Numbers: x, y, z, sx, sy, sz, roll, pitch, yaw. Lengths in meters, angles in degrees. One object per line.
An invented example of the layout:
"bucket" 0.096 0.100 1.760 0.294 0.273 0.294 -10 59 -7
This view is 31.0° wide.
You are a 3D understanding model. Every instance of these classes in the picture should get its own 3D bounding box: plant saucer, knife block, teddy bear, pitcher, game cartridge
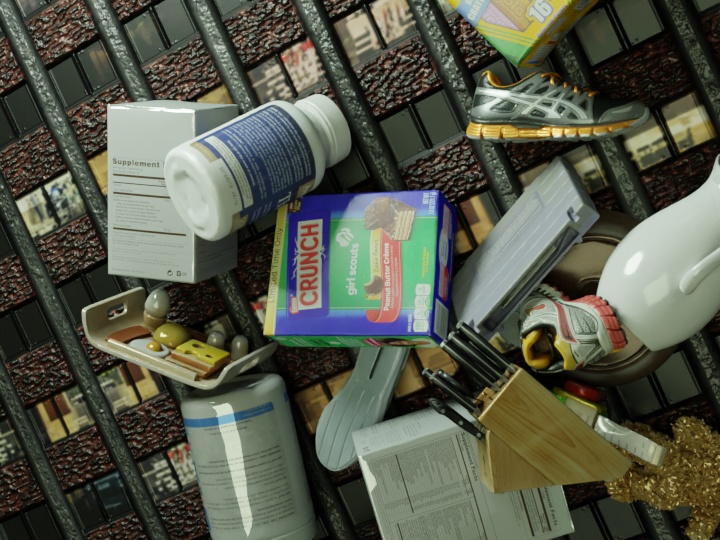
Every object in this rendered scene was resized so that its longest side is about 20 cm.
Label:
"plant saucer" 0.263 0.034 1.439 0.199 0.032 0.202 3 100 19
"knife block" 0.166 0.131 1.322 0.198 0.064 0.177 -5 94 -5
"teddy bear" 0.361 0.226 1.418 0.199 0.067 0.146 24 109 15
"pitcher" 0.337 -0.014 1.307 0.121 0.172 0.200 41 97 -4
"game cartridge" 0.174 -0.020 1.413 0.038 0.130 0.200 33 112 -17

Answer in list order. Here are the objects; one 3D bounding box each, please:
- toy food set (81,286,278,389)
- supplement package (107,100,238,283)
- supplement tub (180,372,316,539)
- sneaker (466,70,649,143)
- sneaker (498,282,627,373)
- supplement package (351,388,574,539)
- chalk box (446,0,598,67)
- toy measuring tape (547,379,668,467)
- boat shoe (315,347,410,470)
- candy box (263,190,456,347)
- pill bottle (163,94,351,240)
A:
"toy food set" -0.215 0.074 1.560 0.199 0.143 0.061 19 106 16
"supplement package" -0.222 -0.098 1.544 0.119 0.121 0.202 6 101 19
"supplement tub" -0.134 0.235 1.566 0.131 0.132 0.202 -10 95 21
"sneaker" 0.210 -0.177 1.398 0.198 0.078 0.078 2 91 19
"sneaker" 0.192 0.063 1.369 0.082 0.200 0.078 -28 100 -19
"supplement package" 0.108 0.231 1.432 0.199 0.152 0.152 -17 94 -2
"chalk box" 0.145 -0.325 1.368 0.200 0.124 0.124 45 111 9
"toy measuring tape" 0.264 0.169 1.421 0.199 0.073 0.074 23 109 45
"boat shoe" 0.012 0.148 1.533 0.072 0.062 0.201 34 109 22
"candy box" 0.000 0.000 1.473 0.199 0.077 0.170 -2 73 21
"pill bottle" -0.110 -0.122 1.453 0.111 0.199 0.112 36 142 34
